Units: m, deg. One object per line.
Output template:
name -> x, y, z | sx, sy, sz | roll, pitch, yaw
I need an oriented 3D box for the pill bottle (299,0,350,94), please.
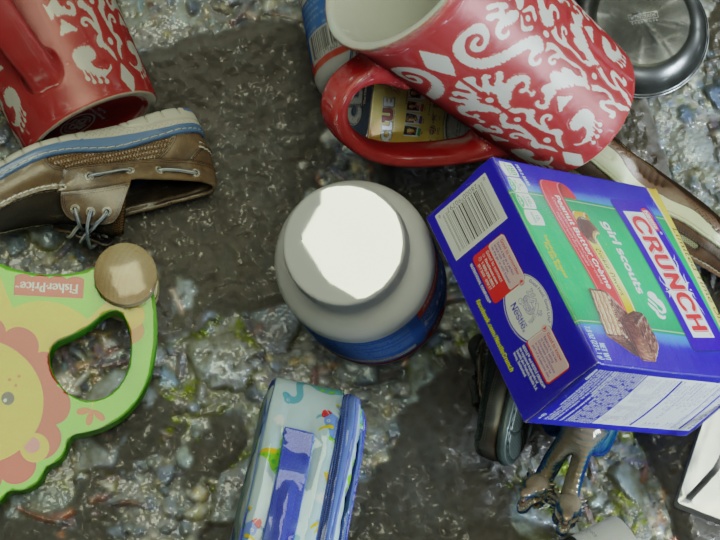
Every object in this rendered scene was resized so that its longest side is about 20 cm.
pill bottle -> 0.004, -0.237, 1.774 | 0.112, 0.112, 0.201 | -8, 73, -7

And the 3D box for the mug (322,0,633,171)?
mug -> 0.074, -0.152, 1.618 | 0.177, 0.200, 0.134 | -30, 45, 29

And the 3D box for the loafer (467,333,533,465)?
loafer -> 0.110, 0.050, 1.718 | 0.063, 0.072, 0.201 | 9, 63, 19

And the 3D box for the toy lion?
toy lion -> -0.249, 0.076, 1.684 | 0.199, 0.069, 0.193 | 2, 78, -4

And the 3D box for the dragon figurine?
dragon figurine -> 0.168, 0.097, 1.701 | 0.059, 0.100, 0.201 | 23, 53, 4

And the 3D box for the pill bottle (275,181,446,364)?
pill bottle -> 0.000, 0.000, 1.631 | 0.111, 0.200, 0.113 | -1, 81, 6

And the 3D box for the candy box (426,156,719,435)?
candy box -> 0.160, 0.021, 1.588 | 0.077, 0.199, 0.170 | -40, 62, 29

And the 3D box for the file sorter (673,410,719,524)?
file sorter -> 0.351, 0.128, 1.671 | 0.199, 0.125, 0.139 | 20, 71, 3

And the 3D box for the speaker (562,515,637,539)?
speaker -> 0.112, 0.250, 1.635 | 0.199, 0.081, 0.082 | -25, 75, -11

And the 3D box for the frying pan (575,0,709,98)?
frying pan -> 0.228, -0.228, 1.834 | 0.114, 0.031, 0.191 | 13, 74, -1

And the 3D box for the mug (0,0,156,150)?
mug -> -0.257, -0.188, 1.721 | 0.177, 0.133, 0.201 | -14, 74, -50

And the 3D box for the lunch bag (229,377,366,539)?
lunch bag -> -0.051, 0.183, 1.604 | 0.082, 0.161, 0.201 | 11, 70, 0

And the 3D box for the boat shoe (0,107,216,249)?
boat shoe -> -0.198, -0.059, 1.709 | 0.199, 0.072, 0.073 | -22, 68, -19

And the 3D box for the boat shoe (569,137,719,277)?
boat shoe -> 0.206, -0.041, 1.736 | 0.202, 0.075, 0.075 | 35, 100, -15

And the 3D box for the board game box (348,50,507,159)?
board game box -> 0.059, -0.185, 1.687 | 0.135, 0.035, 0.201 | 6, 92, -36
